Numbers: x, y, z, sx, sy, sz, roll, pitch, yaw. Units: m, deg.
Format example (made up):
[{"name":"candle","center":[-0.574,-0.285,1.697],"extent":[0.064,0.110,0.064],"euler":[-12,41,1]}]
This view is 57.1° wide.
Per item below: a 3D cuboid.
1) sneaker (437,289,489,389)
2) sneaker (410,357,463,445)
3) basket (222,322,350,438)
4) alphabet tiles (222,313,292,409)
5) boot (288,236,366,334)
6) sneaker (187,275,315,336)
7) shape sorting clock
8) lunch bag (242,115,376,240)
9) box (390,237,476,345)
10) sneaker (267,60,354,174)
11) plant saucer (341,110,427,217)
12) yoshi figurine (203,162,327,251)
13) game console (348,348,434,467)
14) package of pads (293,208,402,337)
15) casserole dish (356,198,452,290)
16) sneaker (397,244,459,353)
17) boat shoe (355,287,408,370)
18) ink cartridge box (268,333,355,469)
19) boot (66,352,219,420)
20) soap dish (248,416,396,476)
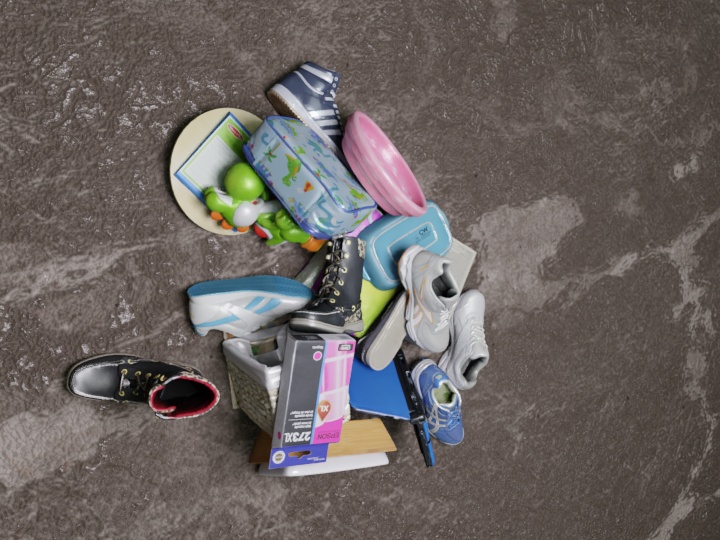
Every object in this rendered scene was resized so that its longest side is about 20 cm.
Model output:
[{"name":"sneaker","center":[0.216,0.137,1.270],"extent":[0.078,0.099,0.201],"euler":[14,85,-29]},{"name":"sneaker","center":[0.153,0.259,1.243],"extent":[0.076,0.077,0.200],"euler":[-35,119,-16]},{"name":"basket","center":[-0.115,0.170,1.029],"extent":[0.135,0.200,0.124],"euler":[-14,103,-28]},{"name":"alphabet tiles","center":[-0.146,0.151,1.125],"extent":[0.166,0.006,0.201],"euler":[-9,96,-28]},{"name":"boot","center":[-0.047,0.021,1.024],"extent":[0.203,0.073,0.154],"euler":[10,83,-68]},{"name":"sneaker","center":[-0.171,0.058,1.059],"extent":[0.199,0.077,0.081],"euler":[-2,112,-10]},{"name":"shape sorting clock","center":[-0.208,-0.157,1.058],"extent":[0.200,0.039,0.201],"euler":[-8,106,-30]},{"name":"lunch bag","center":[-0.073,-0.141,1.015],"extent":[0.200,0.082,0.161],"euler":[49,23,7]},{"name":"box","center":[0.127,0.036,1.229],"extent":[0.095,0.078,0.200],"euler":[30,78,-26]},{"name":"sneaker","center":[-0.053,-0.260,1.123],"extent":[0.200,0.070,0.109],"euler":[47,72,-19]},{"name":"plant saucer","center":[0.034,-0.166,1.085],"extent":[0.051,0.201,0.201],"euler":[-34,113,19]},{"name":"yoshi figurine","center":[-0.139,-0.106,1.035],"extent":[0.200,0.112,0.112],"euler":[16,77,-32]},{"name":"game console","center":[0.040,0.225,1.137],"extent":[0.118,0.200,0.171],"euler":[-14,117,-1]},{"name":"package of pads","center":[0.000,0.000,1.163],"extent":[0.155,0.068,0.200],"euler":[45,73,-22]},{"name":"casserole dish","center":[0.083,-0.047,1.144],"extent":[0.200,0.039,0.121],"euler":[-32,103,-22]},{"name":"sneaker","center":[0.123,0.058,1.080],"extent":[0.076,0.092,0.200],"euler":[-35,124,-31]},{"name":"boat shoe","center":[0.059,0.076,1.136],"extent":[0.200,0.063,0.073],"euler":[-53,130,-13]},{"name":"ink cartridge box","center":[-0.068,0.188,0.930],"extent":[0.095,0.037,0.201],"euler":[3,103,-32]},{"name":"boot","center":[-0.309,0.167,0.953],"extent":[0.200,0.150,0.073],"euler":[11,87,-29]},{"name":"soap dish","center":[-0.065,0.291,1.098],"extent":[0.200,0.157,0.081],"euler":[3,74,-29]}]
